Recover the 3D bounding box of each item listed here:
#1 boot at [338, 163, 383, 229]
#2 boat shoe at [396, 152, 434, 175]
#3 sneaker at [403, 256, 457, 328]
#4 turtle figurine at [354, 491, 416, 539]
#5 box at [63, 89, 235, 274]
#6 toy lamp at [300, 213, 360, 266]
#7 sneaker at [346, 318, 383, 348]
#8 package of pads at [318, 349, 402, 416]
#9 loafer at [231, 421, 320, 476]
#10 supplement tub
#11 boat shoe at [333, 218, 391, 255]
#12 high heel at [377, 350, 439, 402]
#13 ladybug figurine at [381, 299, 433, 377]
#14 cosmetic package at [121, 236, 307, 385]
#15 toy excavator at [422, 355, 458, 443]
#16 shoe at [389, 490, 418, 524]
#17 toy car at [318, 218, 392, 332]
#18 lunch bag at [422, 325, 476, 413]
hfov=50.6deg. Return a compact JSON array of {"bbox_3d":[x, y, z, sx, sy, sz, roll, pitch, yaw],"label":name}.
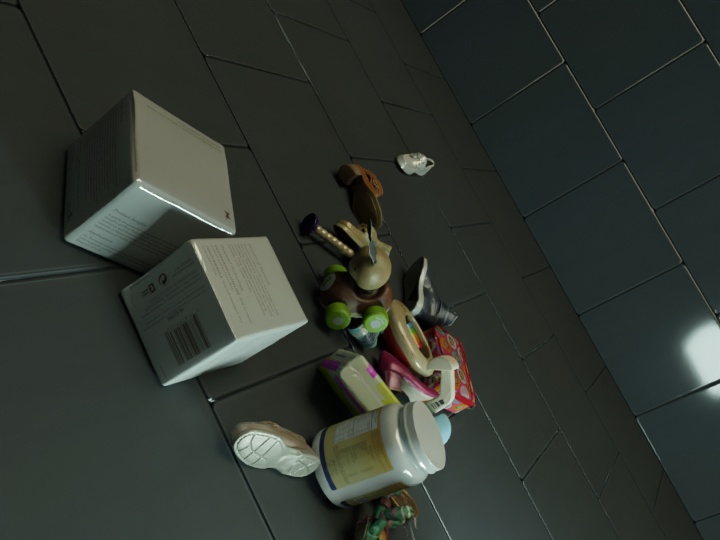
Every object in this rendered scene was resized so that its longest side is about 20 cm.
[{"bbox_3d":[0.026,-0.202,2.053,0.200,0.074,0.155,65,22,7],"label":"boot"},{"bbox_3d":[0.184,-0.360,2.510,0.200,0.069,0.071,-8,71,-62],"label":"boat shoe"},{"bbox_3d":[0.188,0.070,2.019,0.146,0.077,0.202,33,44,-24],"label":"sneaker"},{"bbox_3d":[0.039,0.453,1.300,0.101,0.150,0.200,19,18,0],"label":"turtle figurine"},{"bbox_3d":[-0.332,-0.127,1.200,0.199,0.171,0.200,30,38,-46],"label":"box"},{"bbox_3d":[-0.055,-0.059,1.767,0.200,0.058,0.058,35,34,-36],"label":"toy lamp"},{"bbox_3d":[0.020,0.100,1.726,0.086,0.078,0.200,61,29,-25],"label":"sneaker"},{"bbox_3d":[0.014,0.246,1.460,0.200,0.068,0.154,53,-16,-10],"label":"package of pads"},{"bbox_3d":[-0.144,0.280,1.232,0.200,0.072,0.063,40,14,-47],"label":"loafer"},{"bbox_3d":[0.032,0.316,1.321,0.144,0.200,0.145,53,22,-34],"label":"supplement tub"},{"bbox_3d":[0.008,-0.080,1.861,0.074,0.066,0.200,27,-8,41],"label":"boat shoe"},{"bbox_3d":[0.115,0.247,1.725,0.200,0.067,0.096,20,54,-35],"label":"high heel"},{"bbox_3d":[0.101,0.162,1.775,0.200,0.072,0.136,64,19,5],"label":"ladybug figurine"},{"bbox_3d":[-0.225,0.058,1.195,0.166,0.167,0.200,63,25,9],"label":"cosmetic package"},{"bbox_3d":[0.144,0.295,1.565,0.100,0.200,0.195,0,62,-62],"label":"toy excavator"},{"bbox_3d":[0.033,0.391,1.440,0.070,0.053,0.200,-20,74,-50],"label":"shoe"},{"bbox_3d":[0.000,0.000,1.591,0.158,0.200,0.164,5,36,-8],"label":"toy car"},{"bbox_3d":[0.218,0.252,1.898,0.176,0.082,0.200,36,35,-47],"label":"lunch bag"}]
